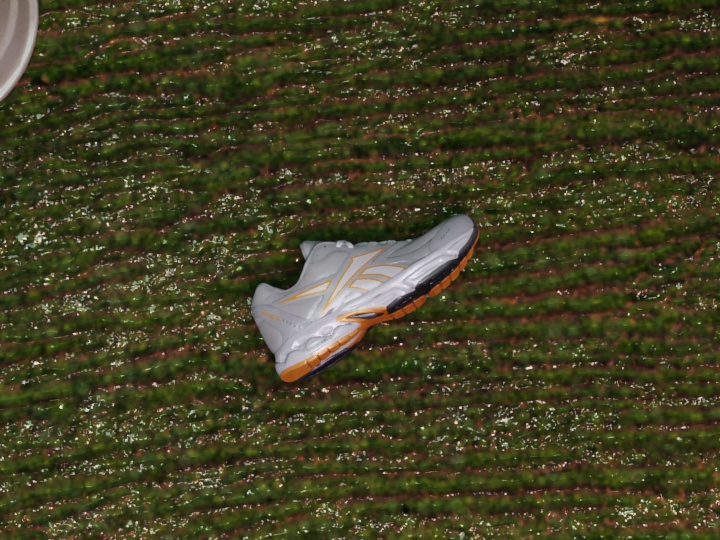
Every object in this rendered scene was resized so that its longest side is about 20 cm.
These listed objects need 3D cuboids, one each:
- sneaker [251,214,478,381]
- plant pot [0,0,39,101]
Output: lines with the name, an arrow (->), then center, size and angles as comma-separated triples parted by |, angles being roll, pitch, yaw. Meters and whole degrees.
sneaker -> 0.000, 0.000, 1.350 | 0.199, 0.076, 0.092 | -33, 77, -5
plant pot -> -0.377, -0.230, 1.348 | 0.199, 0.184, 0.202 | 0, 80, 2
